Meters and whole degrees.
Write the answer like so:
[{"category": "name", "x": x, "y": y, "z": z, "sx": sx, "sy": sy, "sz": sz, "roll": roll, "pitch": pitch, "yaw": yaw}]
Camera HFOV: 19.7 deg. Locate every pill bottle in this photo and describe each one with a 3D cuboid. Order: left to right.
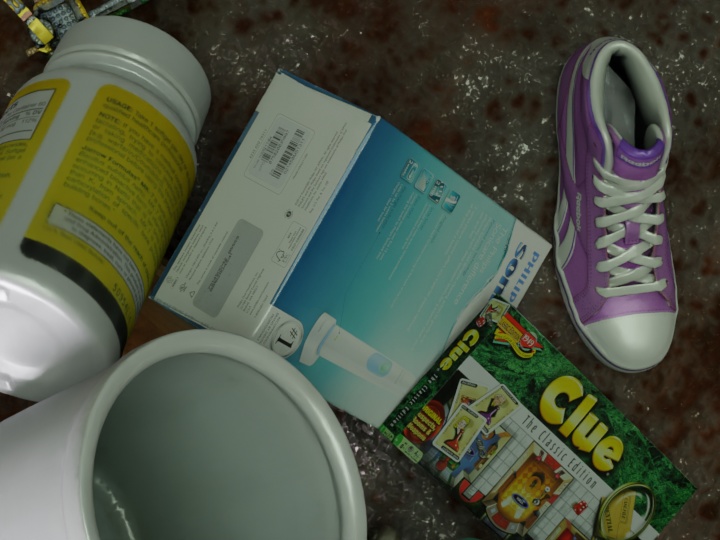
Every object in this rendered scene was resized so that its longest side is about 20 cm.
[{"category": "pill bottle", "x": -0.156, "y": -0.038, "z": 1.135, "sx": 0.114, "sy": 0.115, "sz": 0.201, "roll": 22, "pitch": 53, "yaw": -3}]

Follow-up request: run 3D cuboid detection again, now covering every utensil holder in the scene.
[{"category": "utensil holder", "x": -0.123, "y": 0.138, "z": 1.050, "sx": 0.169, "sy": 0.199, "sz": 0.171, "roll": 16, "pitch": 63, "yaw": -36}]

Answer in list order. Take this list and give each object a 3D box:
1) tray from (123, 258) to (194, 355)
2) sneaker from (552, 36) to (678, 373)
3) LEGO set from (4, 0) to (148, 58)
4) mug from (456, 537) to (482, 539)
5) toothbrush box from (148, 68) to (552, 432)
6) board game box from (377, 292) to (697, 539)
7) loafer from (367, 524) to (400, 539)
[{"category": "tray", "x": -0.148, "y": 0.032, "z": 1.233, "sx": 0.200, "sy": 0.037, "sz": 0.099, "roll": 41, "pitch": 95, "yaw": -2}, {"category": "sneaker", "x": 0.152, "y": -0.037, "z": 1.216, "sx": 0.072, "sy": 0.114, "sz": 0.202, "roll": -10, "pitch": 92, "yaw": -5}, {"category": "LEGO set", "x": -0.166, "y": -0.223, "z": 1.194, "sx": 0.153, "sy": 0.116, "sz": 0.202, "roll": -19, "pitch": 91, "yaw": -3}, {"category": "mug", "x": 0.089, "y": 0.234, "z": 1.194, "sx": 0.151, "sy": 0.114, "sz": 0.187, "roll": -7, "pitch": 97, "yaw": -44}, {"category": "toothbrush box", "x": 0.000, "y": 0.000, "z": 1.164, "sx": 0.085, "sy": 0.200, "sz": 0.147, "roll": 29, "pitch": 89, "yaw": 40}, {"category": "board game box", "x": 0.108, "y": 0.111, "z": 1.211, "sx": 0.105, "sy": 0.023, "sz": 0.200, "roll": -50, "pitch": 123, "yaw": -4}, {"category": "loafer", "x": -0.008, "y": 0.248, "z": 1.230, "sx": 0.068, "sy": 0.076, "sz": 0.201, "roll": 22, "pitch": 97, "yaw": -5}]
